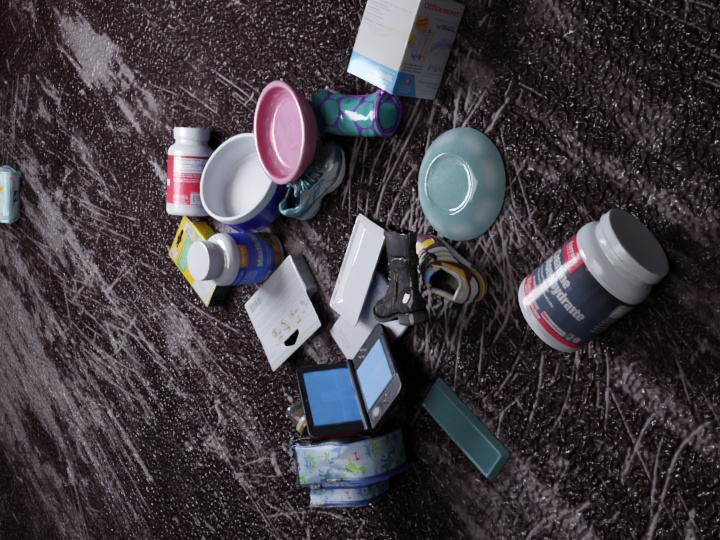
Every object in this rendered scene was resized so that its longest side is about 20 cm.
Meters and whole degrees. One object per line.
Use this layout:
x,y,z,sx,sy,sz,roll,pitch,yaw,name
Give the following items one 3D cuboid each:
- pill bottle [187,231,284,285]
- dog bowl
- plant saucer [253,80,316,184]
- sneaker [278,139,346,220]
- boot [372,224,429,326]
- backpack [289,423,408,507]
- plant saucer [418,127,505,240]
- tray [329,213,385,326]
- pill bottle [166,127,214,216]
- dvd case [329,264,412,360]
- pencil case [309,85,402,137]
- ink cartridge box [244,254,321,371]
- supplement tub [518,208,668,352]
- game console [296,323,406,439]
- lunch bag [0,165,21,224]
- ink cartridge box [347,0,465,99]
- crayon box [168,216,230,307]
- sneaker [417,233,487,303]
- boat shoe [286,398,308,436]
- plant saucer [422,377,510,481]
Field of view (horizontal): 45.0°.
-0.271,-0.025,1.884,0.111,0.198,0.115,4,96,43,pill bottle
-0.246,-0.188,1.880,0.197,0.079,0.204,-11,66,26,dog bowl
-0.147,-0.276,1.742,0.199,0.050,0.205,15,109,52,plant saucer
-0.100,-0.181,1.784,0.078,0.085,0.201,51,125,28,sneaker
0.069,0.004,1.578,0.199,0.068,0.178,-177,77,-67,boot
-0.010,0.371,1.673,0.197,0.182,0.150,-14,87,33,backpack
0.168,-0.154,1.556,0.199,0.038,0.205,5,97,45,plant saucer
0.000,0.000,1.724,0.107,0.022,0.203,37,113,52,tray
-0.402,-0.234,2.059,0.111,0.111,0.204,9,99,43,pill bottle
0.023,0.110,1.731,0.143,0.017,0.201,54,126,28,dvd case
-0.013,-0.310,1.691,0.198,0.084,0.094,13,115,43,pencil case
-0.158,0.093,1.891,0.200,0.043,0.176,-44,64,37,ink cartridge box
0.350,0.017,1.319,0.200,0.139,0.142,-47,62,36,supplement tub
-0.021,0.202,1.626,0.174,0.117,0.201,-56,28,23,game console
-1.163,-0.248,2.801,0.198,0.120,0.174,17,104,48,lunch bag
0.085,-0.428,1.556,0.125,0.127,0.203,35,117,36,ink cartridge box
-0.377,-0.027,2.092,0.200,0.051,0.127,47,123,31,crayon box
0.134,-0.008,1.564,0.199,0.089,0.076,33,115,37,sneaker
-0.070,0.260,1.703,0.066,0.200,0.072,42,119,18,boat shoe
0.186,0.289,1.584,0.200,0.019,0.071,46,123,31,plant saucer
